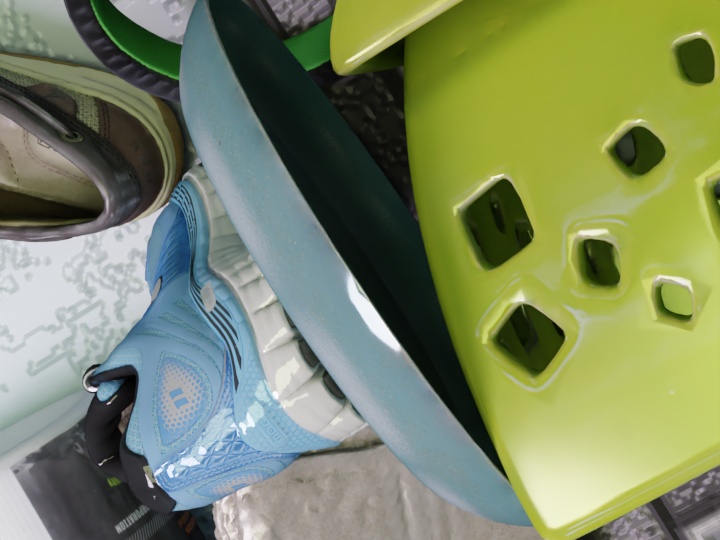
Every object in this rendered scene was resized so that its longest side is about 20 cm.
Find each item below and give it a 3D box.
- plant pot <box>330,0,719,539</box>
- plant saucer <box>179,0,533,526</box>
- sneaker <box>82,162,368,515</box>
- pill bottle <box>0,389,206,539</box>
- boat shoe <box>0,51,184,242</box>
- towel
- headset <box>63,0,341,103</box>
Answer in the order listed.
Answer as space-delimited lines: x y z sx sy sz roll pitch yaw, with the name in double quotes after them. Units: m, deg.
0.113 -0.057 0.678 0.199 0.200 0.182 -30 90 20 "plant pot"
0.000 0.000 0.697 0.027 0.200 0.200 -34 94 9 "plant saucer"
-0.060 0.025 0.739 0.090 0.200 0.079 -36 104 0 "sneaker"
-0.088 0.152 0.826 0.106 0.106 0.201 -28 96 19 "pill bottle"
-0.166 -0.054 0.814 0.199 0.065 0.074 7 108 13 "boat shoe"
0.018 0.138 0.795 0.132 0.034 0.201 -13 106 -24 "towel"
-0.038 -0.146 0.734 0.123 0.094 0.200 -1 137 -12 "headset"
